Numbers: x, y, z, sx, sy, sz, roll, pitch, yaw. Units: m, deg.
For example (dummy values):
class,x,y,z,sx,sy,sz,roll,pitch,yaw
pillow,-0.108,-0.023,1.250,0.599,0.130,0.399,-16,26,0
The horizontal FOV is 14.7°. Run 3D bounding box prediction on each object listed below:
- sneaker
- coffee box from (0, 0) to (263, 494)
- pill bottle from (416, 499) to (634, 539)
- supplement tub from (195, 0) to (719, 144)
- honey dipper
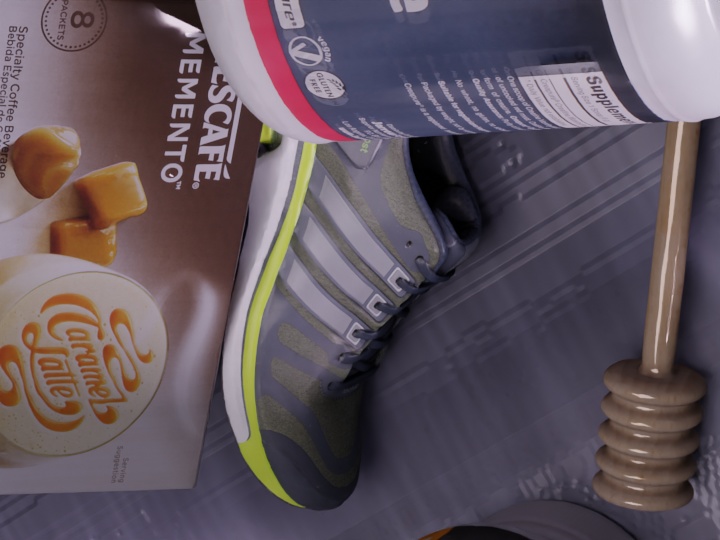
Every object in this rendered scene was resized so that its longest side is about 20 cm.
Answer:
class,x,y,z,sx,sy,sz,roll,pitch,yaw
sneaker,0.000,0.000,1.025,0.081,0.074,0.201,14,114,20
coffee box,-0.106,-0.023,1.005,0.080,0.114,0.201,-126,43,-53
pill bottle,0.031,0.157,0.977,0.116,0.200,0.117,9,110,26
supplement tub,0.057,-0.115,0.893,0.199,0.140,0.141,-3,104,25
honey dipper,0.108,-0.014,0.978,0.038,0.038,0.201,12,109,26
